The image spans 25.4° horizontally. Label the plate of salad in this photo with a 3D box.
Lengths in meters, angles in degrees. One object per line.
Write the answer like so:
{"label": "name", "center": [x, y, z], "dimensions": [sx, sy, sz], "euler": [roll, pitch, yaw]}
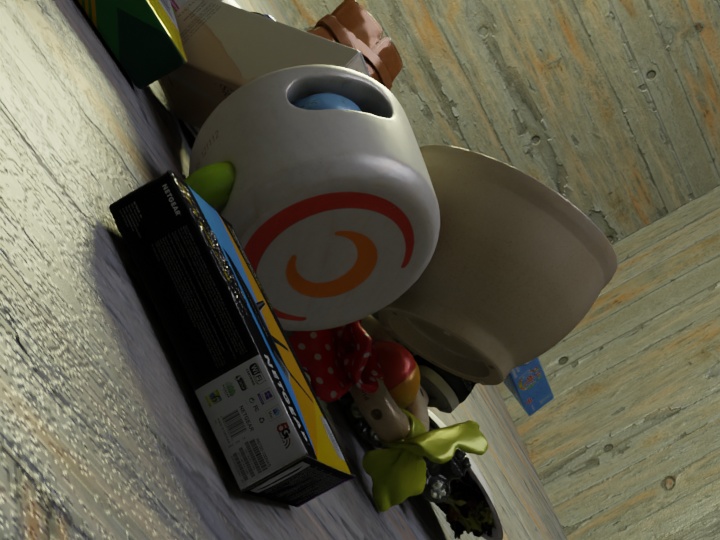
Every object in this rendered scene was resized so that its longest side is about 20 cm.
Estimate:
{"label": "plate of salad", "center": [0.076, 0.208, 1.661], "dimensions": [0.200, 0.048, 0.201], "euler": [49, -17, 20]}

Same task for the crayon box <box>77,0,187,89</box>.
{"label": "crayon box", "center": [-0.218, -0.261, 1.304], "dimensions": [0.201, 0.050, 0.127], "euler": [59, 6, -35]}

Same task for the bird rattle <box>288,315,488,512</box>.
{"label": "bird rattle", "center": [0.011, 0.103, 1.397], "dimensions": [0.200, 0.112, 0.163], "euler": [49, 16, -13]}

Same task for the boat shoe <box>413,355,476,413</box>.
{"label": "boat shoe", "center": [0.068, 0.092, 1.578], "dimensions": [0.072, 0.068, 0.200], "euler": [47, -12, -15]}

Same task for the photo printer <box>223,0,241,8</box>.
{"label": "photo printer", "center": [-0.138, -0.235, 1.695], "dimensions": [0.167, 0.069, 0.200], "euler": [48, 0, 23]}

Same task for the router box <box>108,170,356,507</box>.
{"label": "router box", "center": [-0.080, 0.049, 1.026], "dimensions": [0.201, 0.051, 0.149], "euler": [63, 4, 15]}

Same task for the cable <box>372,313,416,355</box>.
{"label": "cable", "center": [0.000, 0.000, 1.490], "dimensions": [0.199, 0.069, 0.200], "euler": [5, -40, 53]}

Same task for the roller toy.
{"label": "roller toy", "center": [-0.037, -0.058, 1.233], "dimensions": [0.200, 0.181, 0.141], "euler": [53, 14, -48]}

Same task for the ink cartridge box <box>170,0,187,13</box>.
{"label": "ink cartridge box", "center": [-0.171, -0.328, 1.450], "dimensions": [0.084, 0.175, 0.200], "euler": [60, 3, 29]}

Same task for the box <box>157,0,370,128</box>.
{"label": "box", "center": [-0.082, -0.157, 1.366], "dimensions": [0.199, 0.078, 0.095], "euler": [24, -28, 36]}

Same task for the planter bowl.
{"label": "planter bowl", "center": [0.095, 0.009, 1.325], "dimensions": [0.199, 0.135, 0.200], "euler": [28, -17, 9]}

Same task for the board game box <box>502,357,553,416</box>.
{"label": "board game box", "center": [0.107, 0.032, 1.544], "dimensions": [0.200, 0.036, 0.151], "euler": [53, -3, 29]}

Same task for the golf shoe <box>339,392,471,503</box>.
{"label": "golf shoe", "center": [0.021, 0.140, 1.529], "dimensions": [0.201, 0.077, 0.088], "euler": [57, -19, -25]}

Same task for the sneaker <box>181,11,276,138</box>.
{"label": "sneaker", "center": [-0.119, -0.185, 1.508], "dimensions": [0.081, 0.114, 0.200], "euler": [54, 10, -44]}

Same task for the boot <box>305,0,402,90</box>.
{"label": "boot", "center": [-0.008, -0.144, 1.528], "dimensions": [0.076, 0.156, 0.201], "euler": [-7, -53, 48]}
